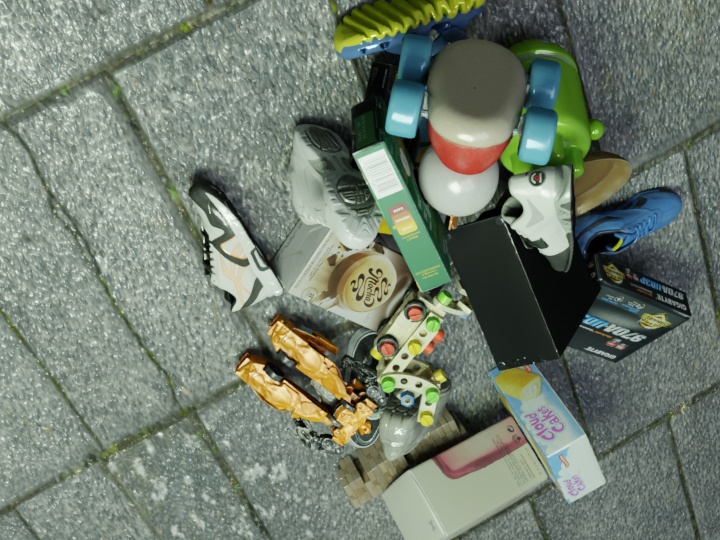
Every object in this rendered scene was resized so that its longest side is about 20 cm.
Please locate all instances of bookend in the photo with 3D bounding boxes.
[{"bbox_3d":[0.214,-0.010,1.601,0.091,0.199,0.202,-15,108,33],"label":"bookend"}]

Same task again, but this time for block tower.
[{"bbox_3d":[0.060,0.268,1.828,0.198,0.054,0.058,-31,129,-4],"label":"block tower"}]

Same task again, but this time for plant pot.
[{"bbox_3d":[0.263,-0.107,1.640,0.197,0.028,0.200,-18,162,-6],"label":"plant pot"}]

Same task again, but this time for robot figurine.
[{"bbox_3d":[0.219,-0.197,1.520,0.115,0.202,0.174,-30,139,35],"label":"robot figurine"},{"bbox_3d":[-0.062,0.154,1.656,0.199,0.058,0.145,39,102,-14],"label":"robot figurine"}]

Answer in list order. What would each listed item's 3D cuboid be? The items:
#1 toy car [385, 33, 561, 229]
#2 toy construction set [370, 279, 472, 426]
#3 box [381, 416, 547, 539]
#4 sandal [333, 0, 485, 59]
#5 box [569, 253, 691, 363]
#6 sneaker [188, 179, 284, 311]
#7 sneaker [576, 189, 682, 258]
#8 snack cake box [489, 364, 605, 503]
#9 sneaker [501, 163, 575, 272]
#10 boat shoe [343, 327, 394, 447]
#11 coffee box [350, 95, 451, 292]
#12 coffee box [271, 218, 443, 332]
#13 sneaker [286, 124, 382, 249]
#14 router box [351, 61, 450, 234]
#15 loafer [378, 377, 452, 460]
[{"bbox_3d":[0.119,-0.142,1.418,0.182,0.178,0.202,11,134,2],"label":"toy car"},{"bbox_3d":[0.090,0.093,1.604,0.130,0.092,0.201,31,99,-15],"label":"toy construction set"},{"bbox_3d":[0.151,0.317,1.809,0.198,0.110,0.128,-22,163,-30],"label":"box"},{"bbox_3d":[0.064,-0.281,1.463,0.197,0.080,0.088,-17,130,-11],"label":"sandal"},{"bbox_3d":[0.356,0.059,1.789,0.198,0.047,0.159,20,139,-33],"label":"box"},{"bbox_3d":[-0.167,-0.024,1.526,0.079,0.074,0.201,-29,128,-1],"label":"sneaker"},{"bbox_3d":[0.380,-0.058,1.748,0.198,0.079,0.067,-16,124,-16],"label":"sneaker"},{"bbox_3d":[0.271,0.228,1.804,0.067,0.201,0.116,-29,128,-3],"label":"snack cake box"},{"bbox_3d":[0.216,-0.065,1.485,0.087,0.075,0.201,0,149,13],"label":"sneaker"},{"bbox_3d":[0.015,0.179,1.741,0.073,0.068,0.202,-3,122,-22],"label":"boat shoe"},{"bbox_3d":[0.047,-0.087,1.428,0.043,0.124,0.201,-21,121,12],"label":"coffee box"},{"bbox_3d":[0.000,0.000,1.611,0.199,0.080,0.114,25,109,-34],"label":"coffee box"},{"bbox_3d":[-0.035,-0.082,1.476,0.077,0.201,0.100,3,130,-28],"label":"sneaker"},{"bbox_3d":[0.065,-0.144,1.526,0.147,0.051,0.203,7,100,-32],"label":"router box"},{"bbox_3d":[0.076,0.200,1.727,0.200,0.069,0.071,-32,134,-59],"label":"loafer"}]
